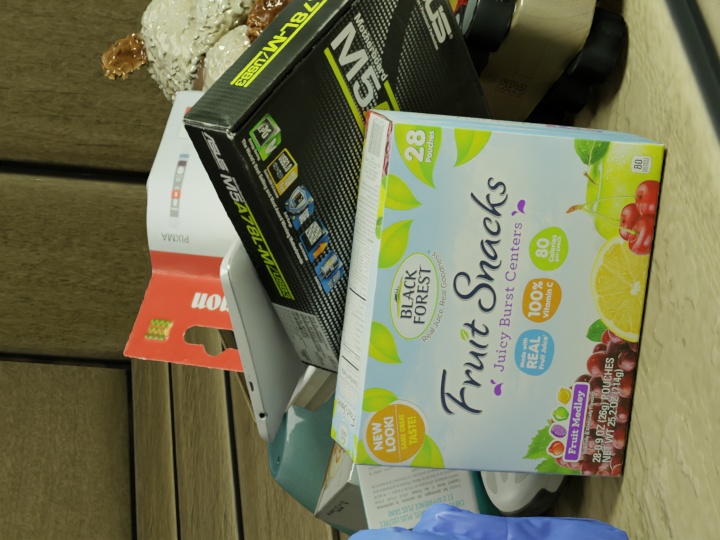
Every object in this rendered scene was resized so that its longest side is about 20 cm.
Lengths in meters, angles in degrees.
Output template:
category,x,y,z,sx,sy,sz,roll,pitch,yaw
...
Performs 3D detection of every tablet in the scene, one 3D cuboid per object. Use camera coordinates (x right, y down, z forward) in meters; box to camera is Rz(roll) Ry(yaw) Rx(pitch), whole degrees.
category,x,y,z,sx,sy,sz,roll,pitch,yaw
tablet,-0.043,-0.001,1.351,0.200,0.014,0.131,-65,-30,-53

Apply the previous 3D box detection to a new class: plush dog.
category,x,y,z,sx,sy,sz,roll,pitch,yaw
plush dog,-0.096,-0.158,1.670,0.172,0.160,0.201,40,143,44

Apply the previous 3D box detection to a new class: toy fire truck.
category,x,y,z,sx,sy,sz,roll,pitch,yaw
toy fire truck,0.100,-0.208,1.407,0.176,0.128,0.201,125,160,-69

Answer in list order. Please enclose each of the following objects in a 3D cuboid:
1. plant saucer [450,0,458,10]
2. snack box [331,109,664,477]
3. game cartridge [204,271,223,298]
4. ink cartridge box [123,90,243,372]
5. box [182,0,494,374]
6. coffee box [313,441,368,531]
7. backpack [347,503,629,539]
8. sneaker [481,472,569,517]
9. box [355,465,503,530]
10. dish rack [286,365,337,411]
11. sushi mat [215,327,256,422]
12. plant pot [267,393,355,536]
category,x,y,z,sx,sy,sz,roll,pitch,yaw
plant saucer,0.041,-0.144,1.492,0.048,0.199,0.201,-17,58,46
snack box,0.078,0.014,1.260,0.068,0.168,0.201,-144,60,-73
game cartridge,-0.086,-0.009,1.673,0.130,0.038,0.200,56,-170,-35
ink cartridge box,-0.089,-0.031,1.543,0.050,0.161,0.201,45,-122,-51
box,-0.001,-0.073,1.287,0.047,0.193,0.201,16,143,40
coffee box,0.038,0.083,1.543,0.114,0.079,0.201,129,158,-67
backpack,0.061,0.220,1.192,0.168,0.199,0.163,-102,19,-55
sneaker,0.072,0.056,1.372,0.075,0.115,0.201,-28,50,35
box,0.055,0.184,1.406,0.049,0.082,0.201,14,-119,-62
dish rack,0.000,0.000,1.546,0.172,0.043,0.201,124,162,-62
sushi mat,-0.112,0.017,1.676,0.096,0.012,0.201,-96,-16,-75
plant pot,0.000,0.122,1.698,0.200,0.134,0.201,-176,90,-79
